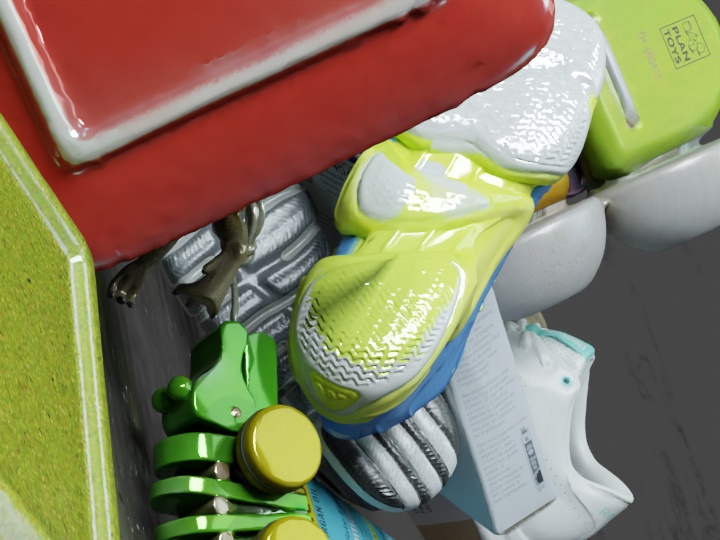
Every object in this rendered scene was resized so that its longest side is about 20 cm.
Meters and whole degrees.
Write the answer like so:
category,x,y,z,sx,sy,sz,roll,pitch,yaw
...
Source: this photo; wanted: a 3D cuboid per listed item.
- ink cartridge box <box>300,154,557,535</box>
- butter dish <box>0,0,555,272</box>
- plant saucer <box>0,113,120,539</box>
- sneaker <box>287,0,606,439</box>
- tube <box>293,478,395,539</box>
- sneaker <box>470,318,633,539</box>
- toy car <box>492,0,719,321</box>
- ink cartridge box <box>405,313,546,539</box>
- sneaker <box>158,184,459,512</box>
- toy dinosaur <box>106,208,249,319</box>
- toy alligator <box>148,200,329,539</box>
category,x,y,z,sx,sy,sz,roll,pitch,yaw
ink cartridge box,0.000,0.000,0.971,0.199,0.040,0.201,32,-32,53
butter dish,-0.062,-0.126,0.692,0.148,0.198,0.202,-113,178,-82
plant saucer,-0.112,0.008,0.520,0.201,0.047,0.201,62,11,-45
sneaker,0.029,-0.017,0.831,0.075,0.201,0.105,31,-27,10
tube,-0.019,0.121,0.903,0.200,0.050,0.078,46,16,-59
sneaker,0.073,0.044,1.069,0.201,0.088,0.075,64,23,0
toy car,0.080,-0.076,1.027,0.176,0.199,0.150,66,-18,0
ink cartridge box,0.040,0.035,1.228,0.166,0.074,0.201,-79,149,-44
sneaker,-0.041,0.029,0.941,0.201,0.075,0.116,56,-20,5
toy dinosaur,-0.053,-0.041,0.742,0.058,0.199,0.102,37,68,-27
toy alligator,-0.052,0.062,0.746,0.054,0.059,0.202,4,68,-33
